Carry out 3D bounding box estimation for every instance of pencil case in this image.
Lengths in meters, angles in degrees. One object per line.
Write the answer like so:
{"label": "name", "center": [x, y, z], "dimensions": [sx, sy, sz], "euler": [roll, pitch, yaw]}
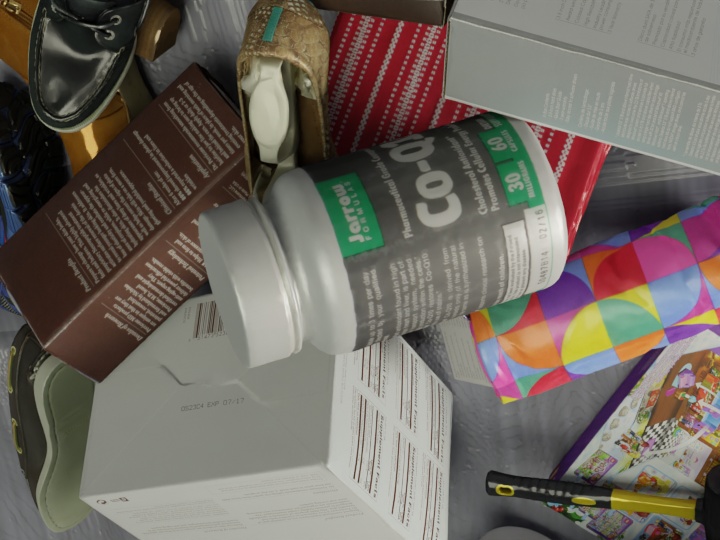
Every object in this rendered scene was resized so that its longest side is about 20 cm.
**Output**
{"label": "pencil case", "center": [0.161, 0.017, 1.076], "dimensions": [0.198, 0.089, 0.089], "euler": [-19, 112, 9]}

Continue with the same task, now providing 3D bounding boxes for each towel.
{"label": "towel", "center": [0.067, -0.103, 1.062], "dimensions": [0.198, 0.022, 0.146], "euler": [20, 88, 7]}

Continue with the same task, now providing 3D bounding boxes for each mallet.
{"label": "mallet", "center": [0.185, 0.154, 1.152], "dimensions": [0.198, 0.041, 0.066], "euler": [11, 124, 16]}

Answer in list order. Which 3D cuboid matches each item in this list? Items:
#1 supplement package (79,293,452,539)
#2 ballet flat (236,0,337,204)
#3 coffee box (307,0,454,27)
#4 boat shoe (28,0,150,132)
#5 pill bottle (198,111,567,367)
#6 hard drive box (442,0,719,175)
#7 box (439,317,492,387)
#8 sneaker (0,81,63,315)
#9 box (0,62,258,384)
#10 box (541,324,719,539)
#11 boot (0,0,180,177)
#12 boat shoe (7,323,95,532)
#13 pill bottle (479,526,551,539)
{"label": "supplement package", "center": [-0.058, 0.121, 1.155], "dimensions": [0.190, 0.148, 0.200], "euler": [-10, 147, 23]}
{"label": "ballet flat", "center": [-0.049, -0.074, 1.020], "dimensions": [0.070, 0.066, 0.201], "euler": [5, 129, 17]}
{"label": "coffee box", "center": [-0.027, -0.219, 1.018], "dimensions": [0.198, 0.115, 0.080], "euler": [11, 122, 15]}
{"label": "boat shoe", "center": [-0.171, -0.186, 1.068], "dimensions": [0.074, 0.066, 0.201], "euler": [26, 95, -1]}
{"label": "pill bottle", "center": [0.012, -0.016, 0.970], "dimensions": [0.198, 0.113, 0.114], "euler": [-18, 117, -13]}
{"label": "hard drive box", "center": [0.164, -0.155, 0.953], "dimensions": [0.198, 0.157, 0.077], "euler": [18, 150, 10]}
{"label": "box", "center": [0.067, -0.015, 1.138], "dimensions": [0.041, 0.039, 0.202], "euler": [8, 124, 45]}
{"label": "sneaker", "center": [-0.267, -0.046, 1.228], "dimensions": [0.078, 0.075, 0.202], "euler": [6, 118, 20]}
{"label": "box", "center": [-0.146, -0.032, 1.116], "dimensions": [0.200, 0.100, 0.075], "euler": [-42, 142, 2]}
{"label": "box", "center": [0.237, 0.128, 1.163], "dimensions": [0.136, 0.039, 0.201], "euler": [32, 124, -1]}
{"label": "boot", "center": [-0.214, -0.134, 1.167], "dimensions": [0.143, 0.071, 0.203], "euler": [26, 119, 11]}
{"label": "boat shoe", "center": [-0.246, 0.127, 1.322], "dimensions": [0.060, 0.071, 0.202], "euler": [37, 138, 30]}
{"label": "pill bottle", "center": [0.095, 0.301, 1.270], "dimensions": [0.109, 0.110, 0.201], "euler": [25, 124, 4]}
